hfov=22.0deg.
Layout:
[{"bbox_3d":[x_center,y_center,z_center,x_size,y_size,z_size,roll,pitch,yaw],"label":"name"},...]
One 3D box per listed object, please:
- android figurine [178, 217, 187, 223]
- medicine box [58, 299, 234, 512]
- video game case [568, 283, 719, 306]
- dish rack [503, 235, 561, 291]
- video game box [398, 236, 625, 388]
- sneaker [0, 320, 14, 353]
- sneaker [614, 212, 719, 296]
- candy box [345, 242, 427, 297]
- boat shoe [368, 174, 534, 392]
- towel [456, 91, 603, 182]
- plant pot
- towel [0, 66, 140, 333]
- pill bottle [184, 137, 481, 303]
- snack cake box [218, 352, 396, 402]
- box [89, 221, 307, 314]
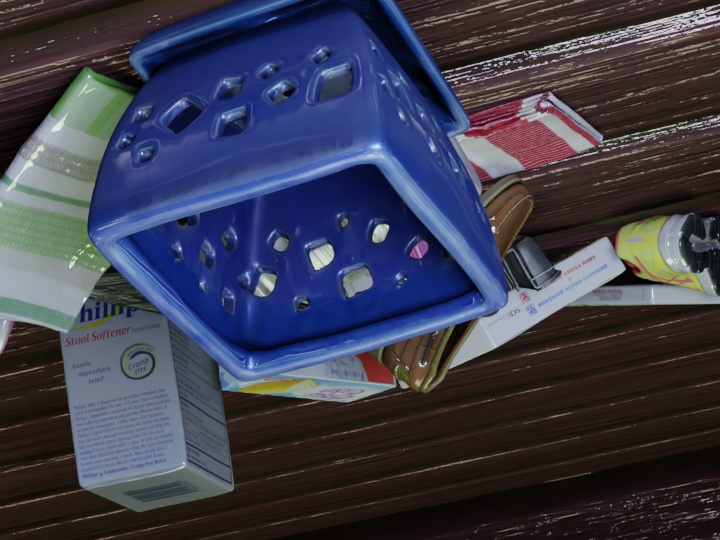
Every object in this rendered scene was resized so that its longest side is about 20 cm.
[{"bbox_3d":[-0.088,-0.048,1.491,0.182,0.041,0.200,5,168,-25],"label":"android figurine"},{"bbox_3d":[-0.199,0.108,1.716,0.103,0.200,0.182,-12,164,7],"label":"medicine box"},{"bbox_3d":[0.332,0.027,2.021,0.200,0.023,0.182,-1,179,-33],"label":"video game case"},{"bbox_3d":[0.076,0.029,1.729,0.200,0.055,0.153,-31,-174,-8],"label":"dish rack"},{"bbox_3d":[0.144,0.044,1.871,0.182,0.047,0.200,-31,180,-30],"label":"video game box"},{"bbox_3d":[-0.356,0.032,1.591,0.088,0.081,0.200,23,165,-21],"label":"sneaker"},{"bbox_3d":[0.311,-0.021,1.854,0.090,0.078,0.200,-1,168,24],"label":"sneaker"},{"bbox_3d":[0.000,0.000,1.623,0.136,0.061,0.200,-24,177,43],"label":"candy box"},{"bbox_3d":[0.093,0.014,1.572,0.200,0.068,0.072,-54,154,7],"label":"boat shoe"},{"bbox_3d":[0.087,-0.092,1.522,0.200,0.023,0.144,-17,164,21],"label":"towel"},{"bbox_3d":[-0.036,-0.068,1.168,0.200,0.180,0.200,-16,143,20],"label":"plant pot"},{"bbox_3d":[-0.201,-0.043,1.301,0.200,0.031,0.149,-52,152,14],"label":"towel"},{"bbox_3d":[-0.023,-0.047,1.335,0.200,0.113,0.113,-33,160,10],"label":"pill bottle"},{"bbox_3d":[-0.055,0.061,1.804,0.067,0.115,0.200,-20,161,34],"label":"snack cake box"},{"bbox_3d":[-0.161,0.001,1.516,0.160,0.044,0.200,15,167,-39],"label":"box"}]
